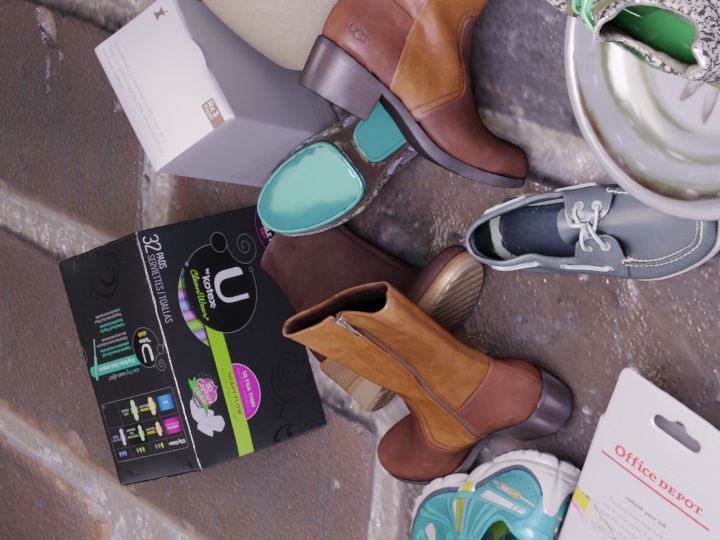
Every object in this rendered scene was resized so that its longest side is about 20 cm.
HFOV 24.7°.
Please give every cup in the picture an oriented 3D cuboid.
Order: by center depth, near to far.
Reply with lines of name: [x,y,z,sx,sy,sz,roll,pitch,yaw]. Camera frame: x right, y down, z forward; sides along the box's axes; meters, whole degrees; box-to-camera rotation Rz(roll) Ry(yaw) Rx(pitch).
cup: [-0.041,-0.234,1.203,0.199,0.200,0.144,18,140,42]

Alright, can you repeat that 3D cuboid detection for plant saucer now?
plant saucer: [0.220,-0.134,1.038,0.199,0.050,0.202,15,112,42]

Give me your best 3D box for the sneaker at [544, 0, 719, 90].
sneaker: [0.160,-0.165,0.991,0.199,0.088,0.077,32,123,37]

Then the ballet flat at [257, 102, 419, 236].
ballet flat: [0.006,-0.090,1.255,0.200,0.072,0.072,-36,75,33]

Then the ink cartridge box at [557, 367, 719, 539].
ink cartridge box: [0.209,0.167,1.123,0.116,0.067,0.201,36,127,33]

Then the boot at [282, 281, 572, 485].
boot: [0.023,0.088,1.196,0.188,0.199,0.069,-19,53,47]

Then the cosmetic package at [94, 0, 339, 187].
cosmetic package: [-0.102,-0.133,1.258,0.081,0.200,0.113,-33,75,21]

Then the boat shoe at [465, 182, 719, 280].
boat shoe: [0.157,-0.024,1.126,0.199,0.062,0.073,0,101,46]

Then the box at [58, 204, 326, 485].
box: [-0.143,0.063,1.401,0.124,0.148,0.202,-17,89,46]

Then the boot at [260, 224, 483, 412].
boot: [0.000,0.000,1.289,0.167,0.072,0.200,54,137,18]

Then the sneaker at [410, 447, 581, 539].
sneaker: [0.089,0.193,1.220,0.077,0.080,0.200,27,148,-12]

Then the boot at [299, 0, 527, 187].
boot: [0.078,-0.175,1.133,0.201,0.187,0.068,-60,15,4]
